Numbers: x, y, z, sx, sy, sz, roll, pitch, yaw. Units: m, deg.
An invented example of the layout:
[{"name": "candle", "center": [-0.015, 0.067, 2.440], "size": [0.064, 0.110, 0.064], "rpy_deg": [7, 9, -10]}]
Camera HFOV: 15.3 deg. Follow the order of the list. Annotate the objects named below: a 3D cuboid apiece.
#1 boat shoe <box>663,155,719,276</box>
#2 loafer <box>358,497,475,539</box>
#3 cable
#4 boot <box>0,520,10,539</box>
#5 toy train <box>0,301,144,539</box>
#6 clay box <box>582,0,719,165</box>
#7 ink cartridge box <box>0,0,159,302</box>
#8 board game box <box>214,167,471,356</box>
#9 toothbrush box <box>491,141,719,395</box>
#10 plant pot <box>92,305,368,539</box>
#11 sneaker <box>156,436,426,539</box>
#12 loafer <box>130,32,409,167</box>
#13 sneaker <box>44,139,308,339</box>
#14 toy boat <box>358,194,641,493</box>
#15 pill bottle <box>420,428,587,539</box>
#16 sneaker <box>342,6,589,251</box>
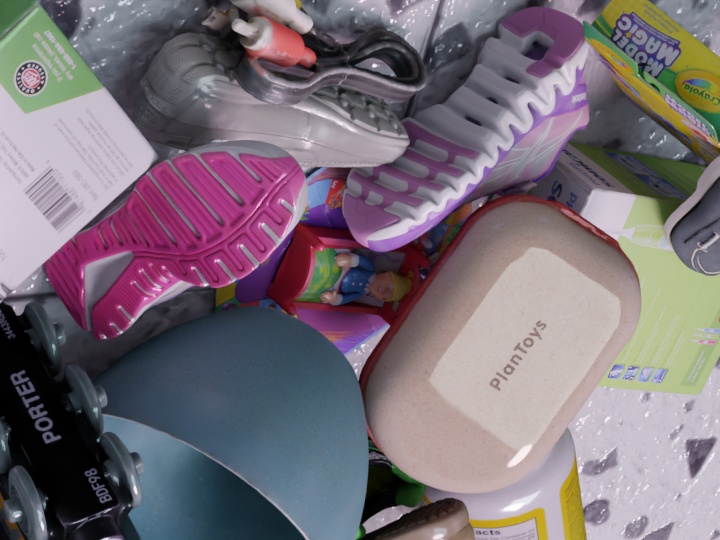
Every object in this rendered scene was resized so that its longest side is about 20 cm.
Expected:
[{"name": "boat shoe", "center": [0.243, -0.025, 1.718], "size": [0.073, 0.062, 0.200], "rpy_deg": [-19, 164, -9]}, {"name": "loafer", "center": [0.000, 0.215, 1.809], "size": [0.200, 0.068, 0.076], "rpy_deg": [-27, 179, 40]}, {"name": "cable", "center": [-0.018, -0.131, 1.584], "size": [0.200, 0.097, 0.050], "rpy_deg": [13, 131, -43]}, {"name": "boot", "center": [-0.214, 0.187, 1.613], "size": [0.073, 0.154, 0.203], "rpy_deg": [-47, 137, 12]}, {"name": "toy train", "center": [-0.187, 0.106, 1.555], "size": [0.085, 0.200, 0.114], "rpy_deg": [-21, 145, -21]}, {"name": "clay box", "center": [0.210, -0.115, 1.713], "size": [0.048, 0.115, 0.200], "rpy_deg": [-49, 162, 1]}, {"name": "ink cartridge box", "center": [-0.233, -0.054, 1.472], "size": [0.200, 0.084, 0.146], "rpy_deg": [-42, 137, -6]}, {"name": "board game box", "center": [0.000, 0.000, 1.734], "size": [0.200, 0.039, 0.158], "rpy_deg": [-36, 137, -14]}, {"name": "toothbrush box", "center": [0.174, -0.001, 1.843], "size": [0.200, 0.086, 0.146], "rpy_deg": [5, 116, -42]}, {"name": "plant pot", "center": [-0.074, 0.101, 1.662], "size": [0.135, 0.200, 0.200], "rpy_deg": [-57, 144, -28]}, {"name": "sneaker", "center": [-0.046, 0.150, 1.777], "size": [0.200, 0.085, 0.078], "rpy_deg": [-23, 132, -23]}, {"name": "loafer", "center": [-0.054, -0.091, 1.610], "size": [0.200, 0.070, 0.070], "rpy_deg": [13, 125, -42]}, {"name": "sneaker", "center": [-0.097, -0.032, 1.564], "size": [0.088, 0.200, 0.081], "rpy_deg": [-40, 102, -45]}, {"name": "toy boat", "center": [0.081, 0.041, 1.718], "size": [0.130, 0.131, 0.200], "rpy_deg": [34, 98, -16]}, {"name": "pill bottle", "center": [0.098, 0.158, 1.880], "size": [0.114, 0.114, 0.200], "rpy_deg": [-29, 135, -19]}, {"name": "sneaker", "center": [0.077, -0.073, 1.705], "size": [0.200, 0.080, 0.089], "rpy_deg": [-42, 140, -15]}]
